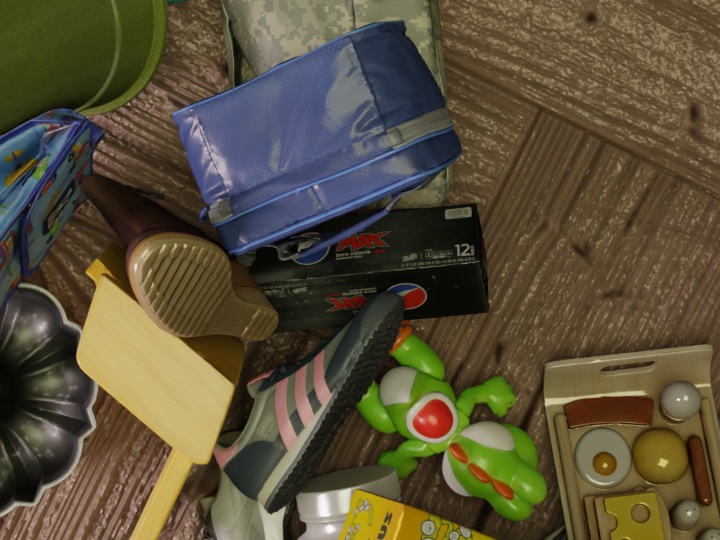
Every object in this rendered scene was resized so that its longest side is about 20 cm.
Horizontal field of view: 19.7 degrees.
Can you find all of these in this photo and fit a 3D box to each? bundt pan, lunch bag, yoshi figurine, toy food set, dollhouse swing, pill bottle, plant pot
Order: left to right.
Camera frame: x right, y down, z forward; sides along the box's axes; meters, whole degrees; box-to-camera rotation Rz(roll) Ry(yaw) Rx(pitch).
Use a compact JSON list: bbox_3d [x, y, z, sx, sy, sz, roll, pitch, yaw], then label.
[{"bbox_3d":[-0.306,0.098,1.658,0.202,0.076,0.202,0,88,-3],"label":"bundt pan"},{"bbox_3d":[-0.277,-0.177,1.549,0.200,0.190,0.200,12,119,23],"label":"plant pot"},{"bbox_3d":[-0.271,-0.042,1.563,0.094,0.151,0.200,41,74,9],"label":"lunch bag"},{"bbox_3d":[-0.184,0.107,1.615,0.182,0.200,0.176,40,95,-6],"label":"dollhouse swing"},{"bbox_3d":[-0.033,-0.085,1.511,0.200,0.136,0.132,-23,91,17],"label":"lunch bag"},{"bbox_3d":[-0.022,-0.142,1.636,0.168,0.139,0.200,-5,94,-6],"label":"lunch bag"},{"bbox_3d":[0.007,0.265,1.682,0.112,0.112,0.200,-11,94,-3],"label":"pill bottle"},{"bbox_3d":[0.071,0.125,1.700,0.200,0.112,0.112,43,50,8],"label":"yoshi figurine"},{"bbox_3d":[0.235,0.165,1.689,0.143,0.060,0.200,-6,71,-5],"label":"toy food set"}]

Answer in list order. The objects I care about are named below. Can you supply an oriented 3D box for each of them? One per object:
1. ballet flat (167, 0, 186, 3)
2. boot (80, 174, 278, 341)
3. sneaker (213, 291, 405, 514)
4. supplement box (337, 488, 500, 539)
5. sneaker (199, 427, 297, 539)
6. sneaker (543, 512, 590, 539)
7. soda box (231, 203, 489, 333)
[{"bbox_3d":[-0.207,-0.241,1.650,0.200,0.070,0.067,-5,95,-3],"label":"ballet flat"},{"bbox_3d":[-0.159,-0.018,1.544,0.166,0.200,0.072,38,91,28],"label":"boot"},{"bbox_3d":[-0.044,0.088,1.628,0.082,0.070,0.200,35,93,20],"label":"sneaker"},{"bbox_3d":[0.080,0.255,1.591,0.200,0.110,0.109,23,82,-19],"label":"supplement box"},{"bbox_3d":[-0.093,0.225,1.699,0.079,0.074,0.200,2,88,5],"label":"sneaker"},{"bbox_3d":[0.176,0.251,1.725,0.200,0.072,0.072,-27,67,-13],"label":"sneaker"},{"bbox_3d":[0.000,0.000,1.656,0.200,0.071,0.063,-5,51,7],"label":"soda box"}]
